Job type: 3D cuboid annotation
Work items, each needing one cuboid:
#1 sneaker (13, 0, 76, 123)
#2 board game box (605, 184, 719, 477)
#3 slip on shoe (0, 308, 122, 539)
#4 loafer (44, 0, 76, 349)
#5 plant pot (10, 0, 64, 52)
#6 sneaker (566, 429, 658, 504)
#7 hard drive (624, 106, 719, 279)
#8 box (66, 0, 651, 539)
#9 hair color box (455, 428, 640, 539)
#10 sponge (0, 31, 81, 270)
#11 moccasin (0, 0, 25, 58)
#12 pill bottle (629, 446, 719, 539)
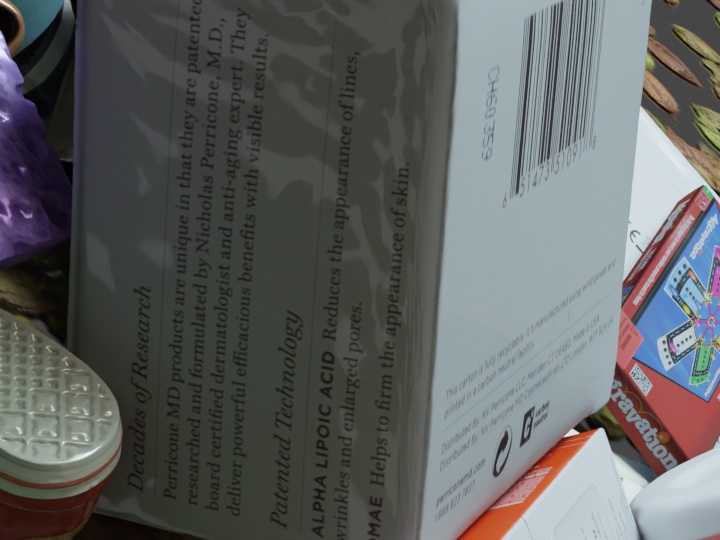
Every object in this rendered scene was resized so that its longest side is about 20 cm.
[{"bbox_3d":[-0.113,-0.137,1.136,0.082,0.070,0.201,43,47,-36],"label":"sneaker"},{"bbox_3d":[0.153,0.038,1.123,0.103,0.019,0.200,54,28,-6],"label":"board game box"},{"bbox_3d":[-0.158,0.024,0.843,0.200,0.061,0.074,36,44,24],"label":"slip on shoe"},{"bbox_3d":[-0.095,-0.050,0.996,0.071,0.073,0.201,-2,57,-16],"label":"loafer"},{"bbox_3d":[-0.181,-0.148,0.992,0.200,0.199,0.135,-104,173,-55],"label":"plant pot"},{"bbox_3d":[0.072,0.109,1.015,0.199,0.075,0.085,19,38,-31],"label":"sneaker"},{"bbox_3d":[0.078,-0.015,1.170,0.132,0.027,0.200,49,49,-5],"label":"hard drive"},{"bbox_3d":[0.004,-0.028,0.878,0.130,0.201,0.199,12,20,22],"label":"box"},{"bbox_3d":[0.049,0.138,0.881,0.111,0.064,0.200,71,22,-6],"label":"hair color box"},{"bbox_3d":[-0.187,-0.029,0.782,0.199,0.030,0.112,-24,87,-40],"label":"sponge"},{"bbox_3d":[-0.205,-0.065,0.844,0.200,0.074,0.078,-6,3,-34],"label":"moccasin"},{"bbox_3d":[0.187,0.161,0.978,0.201,0.111,0.111,67,25,-2],"label":"pill bottle"}]
